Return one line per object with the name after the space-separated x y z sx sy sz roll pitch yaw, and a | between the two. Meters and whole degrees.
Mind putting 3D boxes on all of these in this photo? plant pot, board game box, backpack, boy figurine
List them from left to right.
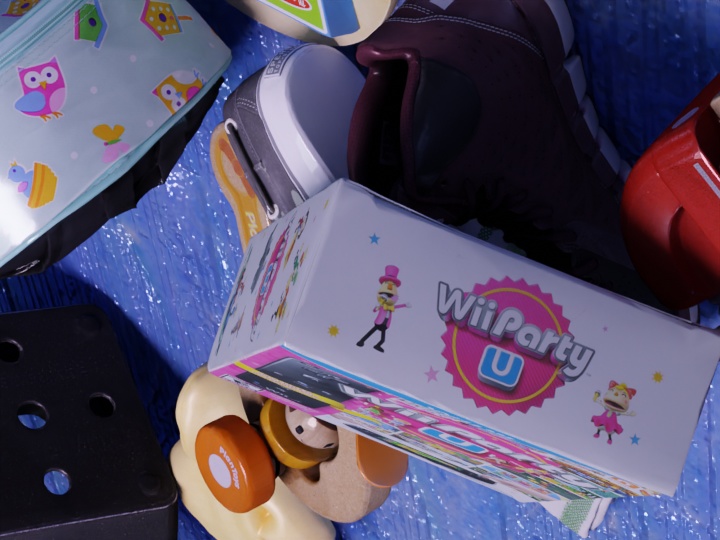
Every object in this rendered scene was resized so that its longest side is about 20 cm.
-0.208 0.128 1.328 0.178 0.200 0.200 -54 51 46 | plant pot
-0.157 -0.079 1.056 0.153 0.176 0.200 55 161 -17 | backpack
-0.060 0.123 1.297 0.124 0.064 0.200 21 140 44 | boy figurine
0.030 0.032 0.882 0.147 0.064 0.200 22 170 -8 | board game box

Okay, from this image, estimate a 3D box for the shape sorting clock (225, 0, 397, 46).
-0.057 -0.176 0.968 0.200 0.039 0.200 37 152 24 | shape sorting clock

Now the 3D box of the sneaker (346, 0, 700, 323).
0.052 -0.020 0.928 0.076 0.115 0.200 -8 116 51 | sneaker

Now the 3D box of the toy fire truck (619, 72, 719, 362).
0.162 0.010 0.859 0.176 0.129 0.200 51 139 -6 | toy fire truck

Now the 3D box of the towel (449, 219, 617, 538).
0.054 0.019 1.078 0.200 0.031 0.149 41 147 15 | towel

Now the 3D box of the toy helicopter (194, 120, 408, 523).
-0.027 0.025 1.092 0.132 0.079 0.201 11 119 55 | toy helicopter

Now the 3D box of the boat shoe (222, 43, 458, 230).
0.000 0.000 1.022 0.066 0.070 0.200 -19 105 47 | boat shoe
